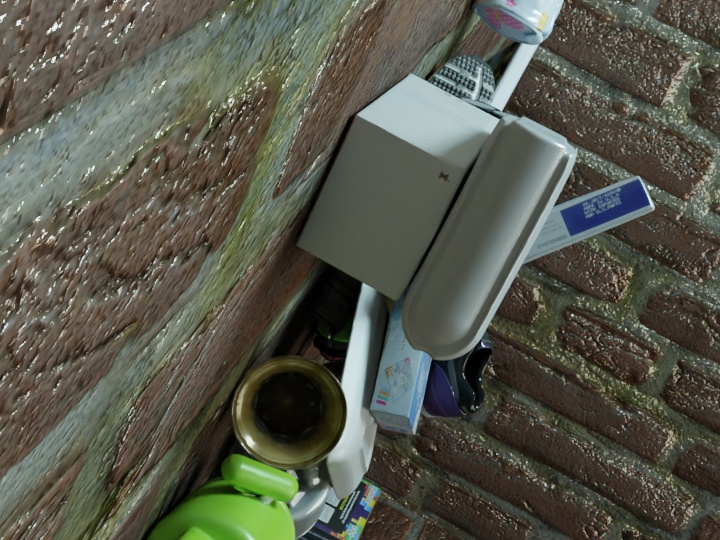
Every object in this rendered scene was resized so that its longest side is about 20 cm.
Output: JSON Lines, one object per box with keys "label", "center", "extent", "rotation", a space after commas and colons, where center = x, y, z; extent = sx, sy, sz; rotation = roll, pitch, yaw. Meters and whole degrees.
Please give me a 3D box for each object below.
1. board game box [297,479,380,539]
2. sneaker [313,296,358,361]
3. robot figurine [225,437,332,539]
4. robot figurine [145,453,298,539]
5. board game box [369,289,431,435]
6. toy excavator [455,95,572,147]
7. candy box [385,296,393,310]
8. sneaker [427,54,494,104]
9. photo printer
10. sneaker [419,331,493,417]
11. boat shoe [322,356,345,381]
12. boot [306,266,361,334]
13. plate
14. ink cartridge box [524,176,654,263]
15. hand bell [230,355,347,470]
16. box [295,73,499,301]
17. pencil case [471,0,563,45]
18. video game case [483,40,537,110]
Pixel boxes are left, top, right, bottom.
{"label": "board game box", "center": [-0.073, 0.288, 1.421], "extent": [0.057, 0.165, 0.200], "rotation": [-65, 174, 12]}
{"label": "sneaker", "center": [-0.016, 0.079, 1.398], "extent": [0.084, 0.077, 0.200], "rotation": [-60, 172, 6]}
{"label": "robot figurine", "center": [-0.090, 0.226, 1.221], "extent": [0.170, 0.113, 0.200], "rotation": [-38, 166, -21]}
{"label": "robot figurine", "center": [-0.122, 0.249, 1.009], "extent": [0.176, 0.116, 0.200], "rotation": [-56, 176, 9]}
{"label": "board game box", "center": [0.055, 0.062, 1.193], "extent": [0.200, 0.043, 0.199], "rotation": [71, 31, -77]}
{"label": "toy excavator", "center": [0.166, -0.108, 1.172], "extent": [0.194, 0.200, 0.100], "rotation": [41, -63, 59]}
{"label": "candy box", "center": [0.068, 0.024, 1.431], "extent": [0.200, 0.056, 0.117], "rotation": [70, 26, -47]}
{"label": "sneaker", "center": [0.070, -0.140, 1.215], "extent": [0.200, 0.074, 0.080], "rotation": [-59, -168, -4]}
{"label": "photo printer", "center": [0.099, -0.023, 0.920], "extent": [0.200, 0.069, 0.166], "rotation": [-63, 175, 12]}
{"label": "sneaker", "center": [0.118, 0.068, 1.313], "extent": [0.076, 0.088, 0.200], "rotation": [16, 73, -47]}
{"label": "boat shoe", "center": [0.003, 0.130, 1.371], "extent": [0.075, 0.202, 0.075], "rotation": [128, -44, -78]}
{"label": "boot", "center": [0.000, 0.000, 1.259], "extent": [0.132, 0.070, 0.200], "rotation": [-60, 164, 10]}
{"label": "plate", "center": [0.003, 0.122, 1.176], "extent": [0.200, 0.032, 0.200], "rotation": [83, 17, -68]}
{"label": "ink cartridge box", "center": [0.183, -0.036, 1.151], "extent": [0.199, 0.041, 0.200], "rotation": [-22, 177, 5]}
{"label": "hand bell", "center": [-0.072, 0.116, 1.118], "extent": [0.104, 0.104, 0.200], "rotation": [-62, -173, 3]}
{"label": "box", "center": [0.038, -0.077, 0.980], "extent": [0.124, 0.097, 0.200], "rotation": [-64, 175, 23]}
{"label": "pencil case", "center": [0.201, -0.342, 1.232], "extent": [0.200, 0.091, 0.083], "rotation": [-61, 175, -3]}
{"label": "video game case", "center": [0.115, -0.169, 1.331], "extent": [0.200, 0.022, 0.182], "rotation": [-60, -165, -22]}
